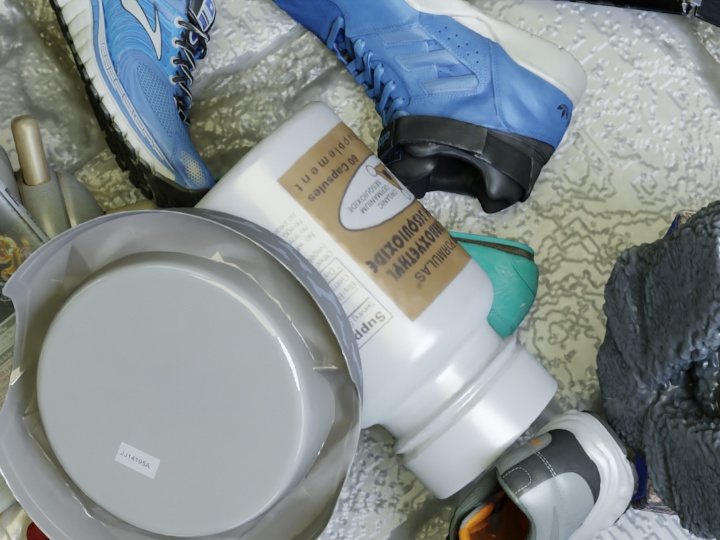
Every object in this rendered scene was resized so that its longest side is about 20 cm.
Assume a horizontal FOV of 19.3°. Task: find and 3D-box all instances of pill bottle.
[{"bbox_3d":[0.005,0.018,1.119,0.114,0.114,0.200,-44,91,-4],"label":"pill bottle"}]

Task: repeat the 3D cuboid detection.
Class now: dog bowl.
[{"bbox_3d":[-0.089,0.060,1.065,0.199,0.059,0.201,4,107,15],"label":"dog bowl"}]

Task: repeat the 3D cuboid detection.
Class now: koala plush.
[{"bbox_3d":[0.238,0.039,1.060,0.199,0.184,0.178,-12,90,-20],"label":"koala plush"}]

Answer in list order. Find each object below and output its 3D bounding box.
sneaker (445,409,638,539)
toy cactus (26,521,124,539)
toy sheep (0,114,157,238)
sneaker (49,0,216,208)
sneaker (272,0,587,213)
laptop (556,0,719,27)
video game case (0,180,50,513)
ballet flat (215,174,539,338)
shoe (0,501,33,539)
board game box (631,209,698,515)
[{"bbox_3d":[0.071,0.151,1.126,0.079,0.200,0.074,-17,56,-34],"label":"sneaker"},{"bbox_3d":[-0.079,0.188,1.120,0.199,0.165,0.103,19,108,-16],"label":"toy cactus"},{"bbox_3d":[-0.211,-0.013,1.184,0.199,0.138,0.138,-13,81,-5],"label":"toy sheep"},{"bbox_3d":[-0.119,-0.128,1.215,0.089,0.079,0.201,-21,71,-7],"label":"sneaker"},{"bbox_3d":[0.019,-0.104,1.212,0.199,0.077,0.112,25,74,-1],"label":"sneaker"},{"bbox_3d":[0.205,-0.221,1.256,0.199,0.103,0.178,11,81,30],"label":"laptop"},{"bbox_3d":[-0.237,0.050,1.121,0.200,0.023,0.182,-38,103,6],"label":"video game case"},{"bbox_3d":[0.000,0.000,1.200,0.199,0.067,0.071,14,72,3],"label":"ballet flat"},{"bbox_3d":[-0.163,0.128,1.185,0.053,0.070,0.201,16,80,28],"label":"shoe"},{"bbox_3d":[0.259,0.064,1.166,0.199,0.097,0.160,8,82,4],"label":"board game box"}]
